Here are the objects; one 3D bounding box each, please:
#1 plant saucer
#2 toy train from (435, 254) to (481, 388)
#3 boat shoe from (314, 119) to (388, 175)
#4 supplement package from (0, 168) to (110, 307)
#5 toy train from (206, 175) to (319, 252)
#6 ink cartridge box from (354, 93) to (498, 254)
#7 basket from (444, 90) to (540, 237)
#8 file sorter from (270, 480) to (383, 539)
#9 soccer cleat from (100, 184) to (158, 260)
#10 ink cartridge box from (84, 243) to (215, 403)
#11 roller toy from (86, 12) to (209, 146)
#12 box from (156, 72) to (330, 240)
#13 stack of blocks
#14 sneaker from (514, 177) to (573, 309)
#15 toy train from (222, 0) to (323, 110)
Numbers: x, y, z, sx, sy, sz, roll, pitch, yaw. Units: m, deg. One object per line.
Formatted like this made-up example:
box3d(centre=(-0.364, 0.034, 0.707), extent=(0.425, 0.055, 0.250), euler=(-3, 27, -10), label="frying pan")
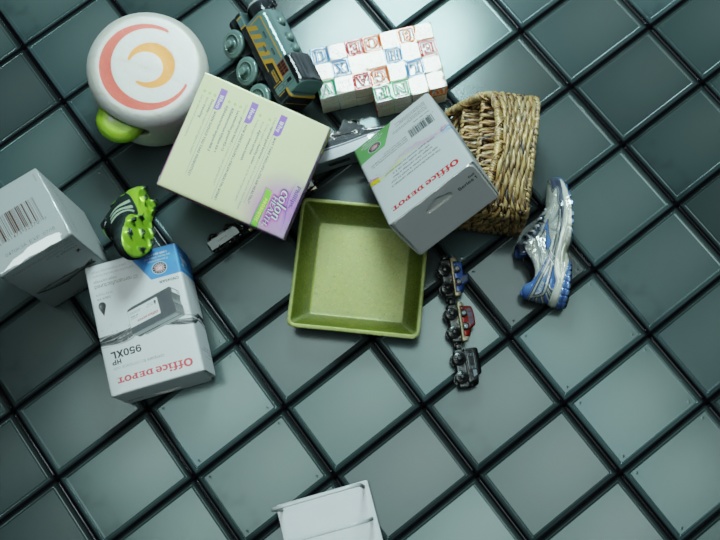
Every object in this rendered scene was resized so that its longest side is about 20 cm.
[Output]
box3d(centre=(0.000, 0.000, 1.399), extent=(0.198, 0.048, 0.201), euler=(5, 76, 5), label="plant saucer")
box3d(centre=(0.148, 0.074, 1.373), extent=(0.045, 0.034, 0.202), euler=(-7, 77, -7), label="toy train")
box3d(centre=(-0.021, -0.204, 1.444), extent=(0.199, 0.070, 0.067), euler=(-18, 77, 6), label="boat shoe")
box3d(centre=(-0.462, -0.042, 1.355), extent=(0.116, 0.200, 0.118), euler=(-32, 76, -5), label="supplement package")
box3d(centre=(-0.150, -0.088, 1.431), extent=(0.199, 0.046, 0.034), euler=(-33, 92, -3), label="toy train")
box3d(centre=(0.091, -0.141, 1.332), extent=(0.145, 0.084, 0.201), euler=(-37, 40, 12), label="ink cartridge box")
box3d(centre=(0.184, -0.165, 1.380), extent=(0.148, 0.143, 0.202), euler=(8, 76, 4), label="basket")
box3d(centre=(-0.033, 0.403, 1.263), extent=(0.138, 0.125, 0.201), euler=(-15, 76, 0), label="file sorter")
box3d(centre=(-0.350, -0.062, 1.380), extent=(0.081, 0.200, 0.068), euler=(-27, 117, 8), label="soccer cleat")
box3d(centre=(-0.312, 0.080, 1.377), extent=(0.144, 0.084, 0.201), euler=(-16, 76, -1), label="ink cartridge box")
box3d(centre=(-0.324, -0.294, 1.441), extent=(0.199, 0.140, 0.184), euler=(-17, 82, -10), label="roller toy")
box3d(centre=(-0.168, -0.163, 1.358), extent=(0.199, 0.097, 0.177), euler=(23, 89, -3), label="box")
box3d(centre=(0.028, -0.309, 1.467), extent=(0.198, 0.059, 0.116), euler=(-13, 76, 0), label="stack of blocks")
box3d(centre=(0.274, -0.045, 1.383), extent=(0.084, 0.077, 0.202), euler=(3, 76, 8), label="sneaker")
box3d(centre=(-0.138, -0.330, 1.449), extent=(0.114, 0.085, 0.201), euler=(-37, 71, 33), label="toy train")
